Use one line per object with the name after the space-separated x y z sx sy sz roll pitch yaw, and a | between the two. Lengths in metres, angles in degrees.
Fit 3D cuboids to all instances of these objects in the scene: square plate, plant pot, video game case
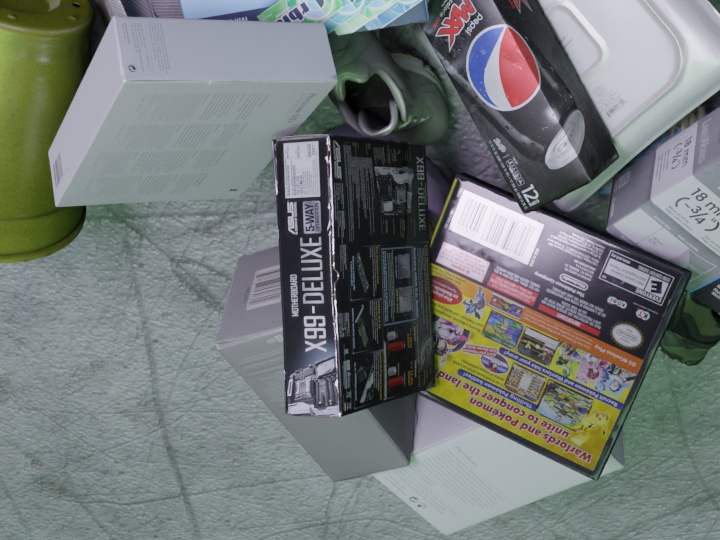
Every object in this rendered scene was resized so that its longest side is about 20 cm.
0.156 -0.170 0.910 0.198 0.028 0.200 51 128 4 | square plate
-0.300 -0.142 0.974 0.199 0.201 0.194 19 122 -9 | plant pot
0.135 0.043 0.963 0.199 0.025 0.182 25 104 14 | video game case

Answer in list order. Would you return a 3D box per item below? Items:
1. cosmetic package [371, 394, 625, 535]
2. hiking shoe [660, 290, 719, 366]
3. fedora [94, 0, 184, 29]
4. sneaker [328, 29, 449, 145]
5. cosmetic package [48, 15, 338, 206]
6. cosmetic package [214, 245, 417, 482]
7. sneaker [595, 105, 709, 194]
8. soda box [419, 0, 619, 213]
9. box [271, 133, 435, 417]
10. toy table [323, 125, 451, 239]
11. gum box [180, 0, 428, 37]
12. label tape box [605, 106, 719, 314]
0.129 0.108 1.121 0.199 0.200 0.123 -29 123 31 | cosmetic package
0.273 0.008 1.103 0.199 0.076 0.101 27 123 -28 | hiking shoe
-0.157 -0.215 0.913 0.090 0.177 0.201 -24 117 -10 | fedora
0.017 -0.131 0.952 0.075 0.092 0.200 -29 149 20 | sneaker
-0.125 -0.107 0.854 0.150 0.052 0.200 -2 161 -28 | cosmetic package
-0.030 0.079 1.026 0.090 0.107 0.200 -15 129 21 | cosmetic package
0.239 -0.127 0.967 0.199 0.080 0.131 -1 134 9 | sneaker
0.110 -0.149 0.886 0.063 0.071 0.201 -27 94 37 | soda box
0.000 0.000 0.911 0.050 0.157 0.201 -2 93 29 | box
0.020 -0.018 1.078 0.183 0.117 0.200 -31 123 32 | toy table
-0.051 -0.256 0.811 0.169 0.045 0.201 -9 115 4 | gum box
0.307 -0.057 0.907 0.144 0.064 0.200 33 140 -17 | label tape box
